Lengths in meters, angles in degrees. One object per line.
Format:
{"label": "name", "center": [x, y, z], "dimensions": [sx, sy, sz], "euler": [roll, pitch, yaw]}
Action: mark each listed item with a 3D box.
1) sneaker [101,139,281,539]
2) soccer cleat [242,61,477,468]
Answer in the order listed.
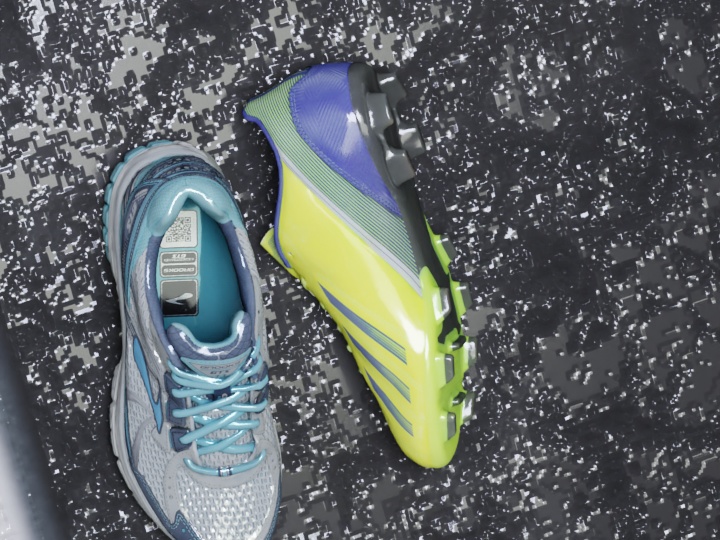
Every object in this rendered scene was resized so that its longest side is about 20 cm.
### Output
{"label": "sneaker", "center": [-0.076, 0.044, 1.363], "dimensions": [0.077, 0.086, 0.201], "euler": [-13, 102, -13]}
{"label": "soccer cleat", "center": [0.000, -0.001, 1.402], "dimensions": [0.083, 0.065, 0.201], "euler": [-11, 108, 16]}
